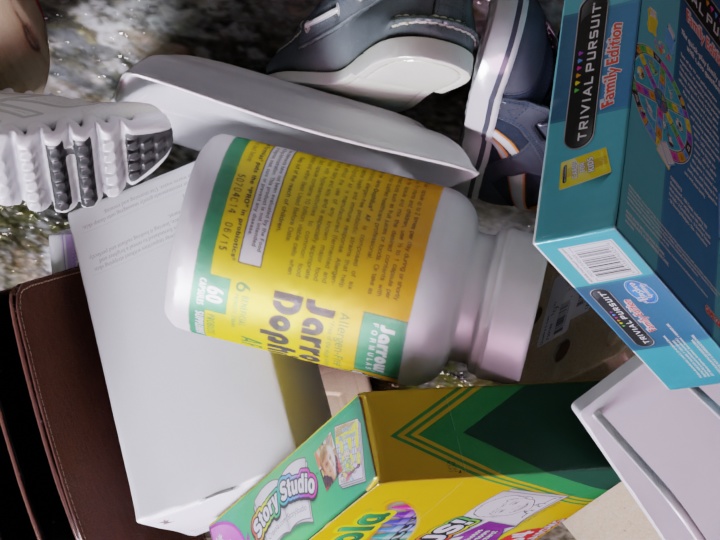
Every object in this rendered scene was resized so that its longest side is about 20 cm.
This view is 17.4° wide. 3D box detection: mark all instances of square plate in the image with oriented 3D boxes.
[{"bbox_3d":[-0.044,-0.081,1.335,0.198,0.029,0.198,15,173,-9],"label":"square plate"}]

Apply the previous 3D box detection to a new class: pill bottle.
[{"bbox_3d":[0.000,0.000,1.301,0.198,0.113,0.113,14,151,3],"label":"pill bottle"}]

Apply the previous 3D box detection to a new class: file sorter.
[{"bbox_3d":[0.243,0.082,1.227,0.200,0.125,0.139,-37,115,-2],"label":"file sorter"}]

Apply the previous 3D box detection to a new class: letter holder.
[{"bbox_3d":[-0.190,0.108,1.439,0.100,0.202,0.142,-16,-178,23],"label":"letter holder"}]

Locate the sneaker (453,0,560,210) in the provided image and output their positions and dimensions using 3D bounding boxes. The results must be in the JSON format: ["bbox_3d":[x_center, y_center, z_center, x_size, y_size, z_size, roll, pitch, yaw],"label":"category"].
[{"bbox_3d":[0.096,-0.093,1.284,0.079,0.079,0.200,13,161,4],"label":"sneaker"}]

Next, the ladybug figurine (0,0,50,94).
[{"bbox_3d":[-0.237,-0.149,1.289,0.135,0.072,0.200,2,149,12],"label":"ladybug figurine"}]

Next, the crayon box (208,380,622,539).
[{"bbox_3d":[0.033,0.129,1.335,0.171,0.059,0.200,-2,155,-31],"label":"crayon box"}]

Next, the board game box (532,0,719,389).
[{"bbox_3d":[0.151,-0.064,1.188,0.047,0.201,0.151,-10,144,31],"label":"board game box"}]

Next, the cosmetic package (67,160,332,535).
[{"bbox_3d":[-0.092,0.045,1.402,0.112,0.202,0.081,-19,164,17],"label":"cosmetic package"}]

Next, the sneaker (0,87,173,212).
[{"bbox_3d":[-0.201,-0.074,1.269,0.198,0.082,0.075,-8,148,-13],"label":"sneaker"}]

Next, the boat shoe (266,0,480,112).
[{"bbox_3d":[0.006,-0.125,1.267,0.072,0.062,0.200,11,173,-24],"label":"boat shoe"}]

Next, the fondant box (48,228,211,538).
[{"bbox_3d":[-0.118,0.069,1.513,0.143,0.202,0.058,-3,-174,21],"label":"fondant box"}]

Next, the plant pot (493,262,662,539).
[{"bbox_3d":[0.195,0.060,1.414,0.177,0.201,0.200,35,143,-21],"label":"plant pot"}]

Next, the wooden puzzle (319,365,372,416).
[{"bbox_3d":[-0.081,0.063,1.641,0.184,0.047,0.200,4,154,11],"label":"wooden puzzle"}]
